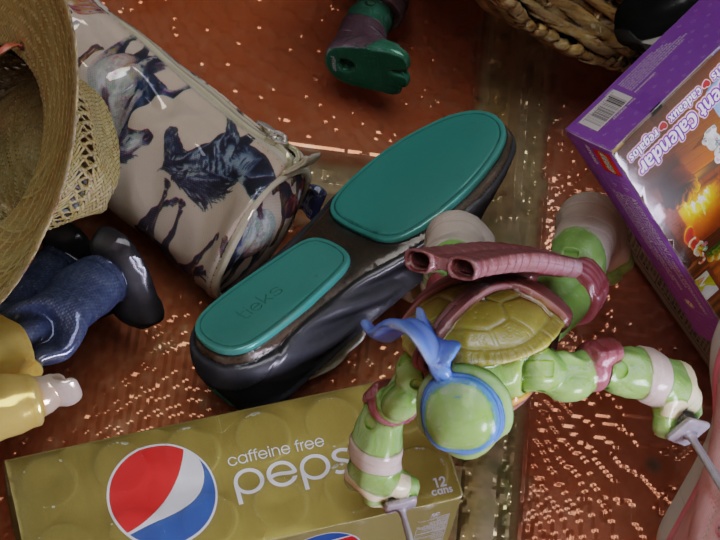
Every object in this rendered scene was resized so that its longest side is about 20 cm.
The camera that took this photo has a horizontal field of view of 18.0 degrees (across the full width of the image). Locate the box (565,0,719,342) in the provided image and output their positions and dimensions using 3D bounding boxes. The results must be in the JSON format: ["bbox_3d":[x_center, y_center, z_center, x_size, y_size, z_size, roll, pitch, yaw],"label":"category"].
[{"bbox_3d":[0.200,-0.077,1.011,0.200,0.137,0.039,-44,34,-9],"label":"box"}]

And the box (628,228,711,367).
[{"bbox_3d":[0.211,0.015,1.102,0.078,0.095,0.200,-25,69,-19],"label":"box"}]

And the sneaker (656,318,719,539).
[{"bbox_3d":[0.185,0.094,0.986,0.075,0.201,0.105,7,34,-10],"label":"sneaker"}]

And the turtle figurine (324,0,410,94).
[{"bbox_3d":[0.026,-0.195,1.193,0.150,0.101,0.200,49,48,-26],"label":"turtle figurine"}]

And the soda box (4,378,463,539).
[{"bbox_3d":[-0.058,0.107,1.042,0.199,0.064,0.068,-11,63,-12],"label":"soda box"}]

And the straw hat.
[{"bbox_3d":[-0.159,-0.060,1.056,0.085,0.201,0.202,12,53,-44],"label":"straw hat"}]

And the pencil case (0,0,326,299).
[{"bbox_3d":[-0.111,-0.079,1.122,0.200,0.078,0.090,41,101,15],"label":"pencil case"}]

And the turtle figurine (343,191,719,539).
[{"bbox_3d":[0.070,0.060,0.987,0.200,0.144,0.194,42,29,-14],"label":"turtle figurine"}]

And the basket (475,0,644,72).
[{"bbox_3d":[0.092,-0.201,1.152,0.143,0.200,0.149,-52,42,7],"label":"basket"}]

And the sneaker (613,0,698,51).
[{"bbox_3d":[0.199,-0.181,1.102,0.200,0.070,0.090,-29,102,-5],"label":"sneaker"}]

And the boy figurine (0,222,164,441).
[{"bbox_3d":[-0.177,0.055,1.030,0.124,0.065,0.200,8,43,43],"label":"boy figurine"}]

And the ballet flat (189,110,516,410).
[{"bbox_3d":[0.000,0.000,1.103,0.200,0.073,0.073,-40,73,-22],"label":"ballet flat"}]
